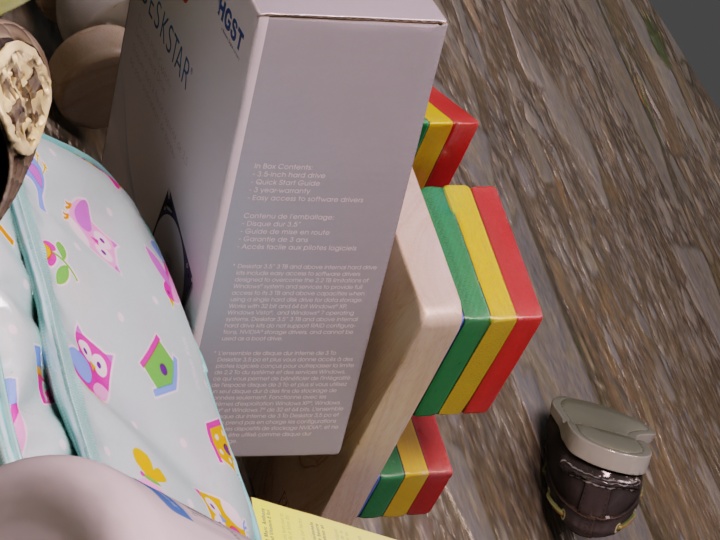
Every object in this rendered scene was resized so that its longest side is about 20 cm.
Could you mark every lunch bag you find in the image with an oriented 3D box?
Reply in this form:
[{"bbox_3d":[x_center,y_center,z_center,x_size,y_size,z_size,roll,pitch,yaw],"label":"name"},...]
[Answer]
[{"bbox_3d":[-0.115,0.041,0.849,0.160,0.077,0.200,33,32,-59],"label":"lunch bag"}]

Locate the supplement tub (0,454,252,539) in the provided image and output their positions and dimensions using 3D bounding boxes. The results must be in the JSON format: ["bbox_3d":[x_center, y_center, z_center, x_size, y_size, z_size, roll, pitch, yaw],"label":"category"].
[{"bbox_3d":[-0.048,0.148,0.742,0.200,0.132,0.132,35,29,-43],"label":"supplement tub"}]

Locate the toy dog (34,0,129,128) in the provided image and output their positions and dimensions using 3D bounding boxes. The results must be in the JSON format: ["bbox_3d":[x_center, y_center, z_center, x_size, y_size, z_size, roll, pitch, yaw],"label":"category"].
[{"bbox_3d":[-0.064,-0.130,1.150,0.200,0.096,0.132,-18,61,-42],"label":"toy dog"}]

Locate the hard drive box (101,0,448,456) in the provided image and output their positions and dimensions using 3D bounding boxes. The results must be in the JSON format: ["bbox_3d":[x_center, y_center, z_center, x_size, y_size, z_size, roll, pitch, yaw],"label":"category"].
[{"bbox_3d":[-0.044,-0.050,0.969,0.077,0.200,0.156,1,33,-22],"label":"hard drive box"}]

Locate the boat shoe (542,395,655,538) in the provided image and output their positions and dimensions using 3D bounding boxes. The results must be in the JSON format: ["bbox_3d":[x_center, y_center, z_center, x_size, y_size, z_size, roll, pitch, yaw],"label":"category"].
[{"bbox_3d":[0.149,0.124,1.557,0.072,0.061,0.201,16,6,5],"label":"boat shoe"}]

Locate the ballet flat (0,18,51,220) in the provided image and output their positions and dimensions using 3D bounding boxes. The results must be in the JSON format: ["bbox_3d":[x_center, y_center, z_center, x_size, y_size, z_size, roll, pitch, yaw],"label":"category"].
[{"bbox_3d":[-0.145,-0.007,0.734,0.200,0.046,0.067,-54,132,-39],"label":"ballet flat"}]

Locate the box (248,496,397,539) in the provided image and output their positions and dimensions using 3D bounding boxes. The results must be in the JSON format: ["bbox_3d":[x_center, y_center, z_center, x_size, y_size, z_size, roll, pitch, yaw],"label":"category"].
[{"bbox_3d":[0.023,0.154,0.983,0.200,0.050,0.075,18,37,-27],"label":"box"}]

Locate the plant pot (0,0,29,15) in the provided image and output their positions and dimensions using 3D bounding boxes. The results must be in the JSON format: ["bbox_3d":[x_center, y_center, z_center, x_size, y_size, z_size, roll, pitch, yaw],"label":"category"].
[{"bbox_3d":[-0.161,-0.182,0.952,0.200,0.200,0.190,61,3,2],"label":"plant pot"}]

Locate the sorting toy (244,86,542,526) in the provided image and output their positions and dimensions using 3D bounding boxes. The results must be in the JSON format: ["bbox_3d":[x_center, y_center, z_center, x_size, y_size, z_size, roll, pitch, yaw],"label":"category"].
[{"bbox_3d":[0.000,0.000,1.061,0.069,0.200,0.199,-2,53,-23],"label":"sorting toy"}]
